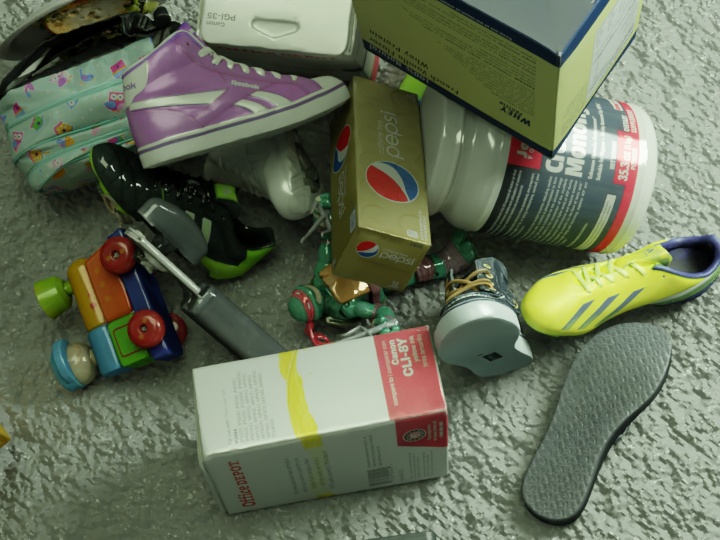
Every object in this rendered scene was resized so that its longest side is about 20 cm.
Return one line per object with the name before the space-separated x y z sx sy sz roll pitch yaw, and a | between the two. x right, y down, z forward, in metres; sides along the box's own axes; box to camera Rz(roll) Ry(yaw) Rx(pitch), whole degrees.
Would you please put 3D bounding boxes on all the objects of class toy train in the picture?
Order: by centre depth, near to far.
toy train | -0.246 0.003 1.167 0.115 0.085 0.201 -23 82 6

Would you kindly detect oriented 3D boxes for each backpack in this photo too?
backpack | -0.245 -0.155 1.229 0.199 0.167 0.127 -21 80 0

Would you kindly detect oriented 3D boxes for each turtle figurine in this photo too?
turtle figurine | 0.000 0.000 1.164 0.200 0.101 0.150 -28 81 -30

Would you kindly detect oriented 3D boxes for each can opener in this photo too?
can opener | -0.123 0.018 1.124 0.200 0.053 0.067 43 79 -20

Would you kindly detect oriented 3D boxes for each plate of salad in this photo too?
plate of salad | -0.261 -0.242 1.268 0.199 0.200 0.048 -26 92 -10

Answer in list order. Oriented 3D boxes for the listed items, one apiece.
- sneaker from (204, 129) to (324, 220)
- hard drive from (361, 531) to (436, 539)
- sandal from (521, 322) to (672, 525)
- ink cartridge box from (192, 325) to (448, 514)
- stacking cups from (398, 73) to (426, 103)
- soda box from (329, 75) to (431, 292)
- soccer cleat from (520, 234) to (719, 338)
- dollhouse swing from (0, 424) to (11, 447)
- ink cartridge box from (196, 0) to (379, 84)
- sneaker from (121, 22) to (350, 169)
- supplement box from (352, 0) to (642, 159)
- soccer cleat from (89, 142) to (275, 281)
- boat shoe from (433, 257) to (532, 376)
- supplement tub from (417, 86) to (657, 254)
sneaker | -0.098 -0.097 1.225 0.099 0.078 0.200 -30 35 4
hard drive | 0.007 0.319 1.032 0.139 0.033 0.201 -7 62 -1
sandal | 0.203 0.130 1.123 0.076 0.043 0.200 30 77 25
ink cartridge box | -0.031 0.128 1.071 0.199 0.145 0.084 -10 61 -2
stacking cups | 0.048 -0.141 1.260 0.060 0.061 0.200 21 67 14
soda box | 0.015 -0.080 1.131 0.067 0.064 0.201 14 45 -16
soccer cleat | 0.232 0.006 1.134 0.199 0.084 0.065 -12 61 -22
dollhouse swing | -0.434 0.132 1.088 0.200 0.182 0.176 -36 86 -14
ink cartridge box | -0.062 -0.235 1.229 0.146 0.200 0.083 7 90 6
sneaker | -0.109 -0.168 1.115 0.200 0.073 0.115 -17 92 -24
supplement box | 0.106 -0.222 1.005 0.200 0.200 0.134 33 80 15
soccer cleat | -0.158 -0.063 1.157 0.081 0.200 0.068 -31 44 21
boat shoe | 0.094 0.030 1.084 0.071 0.200 0.091 -20 72 9
supplement tub | 0.152 -0.097 1.159 0.199 0.140 0.141 9 62 -12
